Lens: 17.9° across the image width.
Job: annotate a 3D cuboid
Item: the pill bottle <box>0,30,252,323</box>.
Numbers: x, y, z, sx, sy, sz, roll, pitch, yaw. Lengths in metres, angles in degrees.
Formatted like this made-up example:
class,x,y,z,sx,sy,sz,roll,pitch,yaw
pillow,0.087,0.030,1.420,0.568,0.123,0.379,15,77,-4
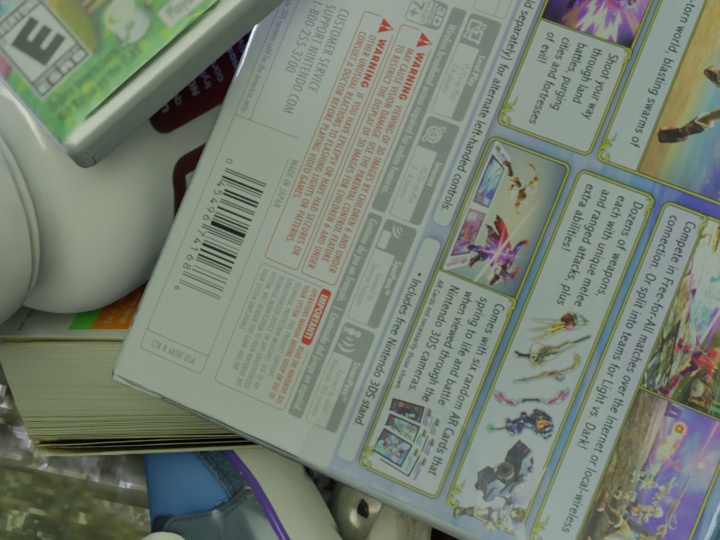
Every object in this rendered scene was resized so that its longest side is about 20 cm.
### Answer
class,x,y,z,sx,sy,sz,roll,pitch,yaw
pill bottle,-0.075,-0.058,0.719,0.113,0.113,0.200,46,49,12

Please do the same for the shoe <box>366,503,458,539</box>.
class,x,y,z,sx,sy,sz,roll,pitch,yaw
shoe,0.068,0.053,0.732,0.070,0.053,0.200,32,48,16

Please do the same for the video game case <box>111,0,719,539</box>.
class,x,y,z,sx,sy,sz,roll,pitch,yaw
video game case,0.049,-0.026,0.640,0.181,0.045,0.200,22,89,24

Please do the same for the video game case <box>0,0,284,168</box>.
class,x,y,z,sx,sy,sz,roll,pitch,yaw
video game case,-0.060,-0.158,0.647,0.200,0.022,0.182,-41,74,-2

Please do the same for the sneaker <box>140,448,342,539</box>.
class,x,y,z,sx,sy,sz,roll,pitch,yaw
sneaker,-0.070,0.142,0.730,0.146,0.081,0.200,-20,80,-24

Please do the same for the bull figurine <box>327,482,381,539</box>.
class,x,y,z,sx,sy,sz,roll,pitch,yaw
bull figurine,0.063,0.140,0.758,0.121,0.065,0.200,-18,78,1

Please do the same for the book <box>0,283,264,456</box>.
class,x,y,z,sx,sy,sz,roll,pitch,yaw
book,0.000,0.000,0.745,0.199,0.134,0.048,-2,123,19
